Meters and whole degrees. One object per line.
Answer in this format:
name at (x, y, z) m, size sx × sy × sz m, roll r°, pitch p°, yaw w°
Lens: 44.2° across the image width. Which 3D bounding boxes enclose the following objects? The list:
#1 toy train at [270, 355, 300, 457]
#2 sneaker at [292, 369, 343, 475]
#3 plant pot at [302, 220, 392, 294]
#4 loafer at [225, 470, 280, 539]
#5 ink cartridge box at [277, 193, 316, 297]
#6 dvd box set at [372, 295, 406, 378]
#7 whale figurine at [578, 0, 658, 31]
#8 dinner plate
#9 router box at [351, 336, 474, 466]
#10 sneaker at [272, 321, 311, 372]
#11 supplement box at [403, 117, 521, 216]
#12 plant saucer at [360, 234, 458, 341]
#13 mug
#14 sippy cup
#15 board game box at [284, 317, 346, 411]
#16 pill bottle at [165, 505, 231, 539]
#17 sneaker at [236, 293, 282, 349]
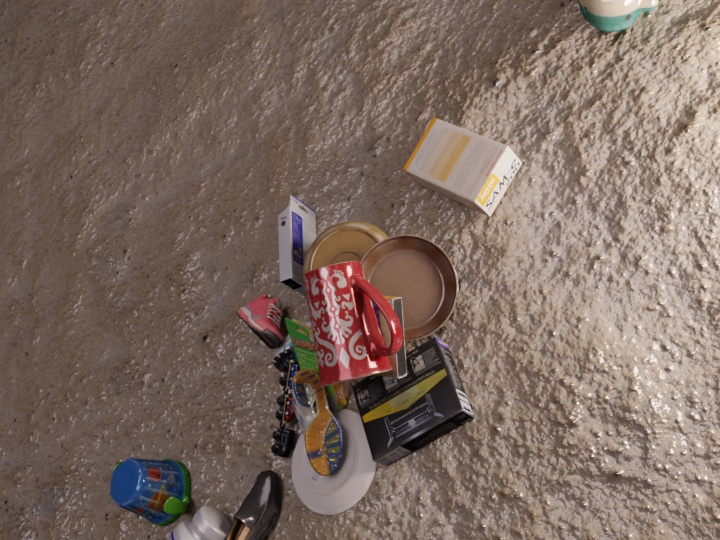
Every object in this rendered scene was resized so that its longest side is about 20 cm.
toy train at (-0.143, 0.270, 1.760) m, size 0.045 × 0.034 × 0.203 m, roll 6°, pitch 88°, yaw 24°
sneaker at (-0.083, 0.290, 1.692) m, size 0.074 × 0.088 × 0.203 m, roll -10°, pitch 77°, yaw -13°
plant pot at (-0.023, -0.005, 1.748) m, size 0.197 × 0.028 × 0.203 m, roll -3°, pitch 74°, yaw 11°
loafer at (-0.212, 0.483, 1.712) m, size 0.072 × 0.072 × 0.203 m, roll 4°, pitch 71°, yaw 37°
ink cartridge box at (-0.132, -0.053, 1.886) m, size 0.039 × 0.099 × 0.203 m, roll -18°, pitch 59°, yaw 28°
dvd box set at (-0.001, 0.118, 1.656) m, size 0.198 × 0.029 × 0.149 m, roll 1°, pitch 99°, yaw 43°
whale figurine at (0.507, -0.524, 1.670) m, size 0.198 × 0.104 × 0.160 m, roll -28°, pitch 51°, yaw -9°
dinner plate at (-0.056, 0.361, 1.691) m, size 0.198 × 0.024 × 0.203 m, roll -16°, pitch 61°, yaw 30°
router box at (0.092, 0.240, 1.622) m, size 0.199 × 0.052 × 0.159 m, roll -32°, pitch 54°, yaw 20°
sneaker at (-0.093, 0.125, 1.798) m, size 0.198 × 0.075 × 0.087 m, roll -25°, pitch 36°, yaw 15°
supplement box at (0.198, -0.204, 1.738) m, size 0.199 × 0.073 × 0.127 m, roll 31°, pitch 88°, yaw 40°
plant saucer at (0.087, 0.034, 1.688) m, size 0.197 × 0.037 × 0.204 m, roll -1°, pitch 81°, yaw 5°
mug at (-0.010, 0.088, 1.571) m, size 0.175 × 0.133 × 0.203 m, roll -15°, pitch 82°, yaw 13°
sippy cup at (-0.448, 0.454, 1.854) m, size 0.176 × 0.130 × 0.141 m, roll -22°, pitch 58°, yaw 26°
board game box at (-0.086, 0.176, 1.695) m, size 0.095 × 0.202 × 0.030 m, roll 24°, pitch 53°, yaw 40°
pill bottle at (-0.342, 0.566, 1.740) m, size 0.201 × 0.112 × 0.112 m, roll -51°, pitch 50°, yaw 4°
sneaker at (-0.197, 0.095, 1.854) m, size 0.087 × 0.074 × 0.200 m, roll -45°, pitch 27°, yaw -7°
